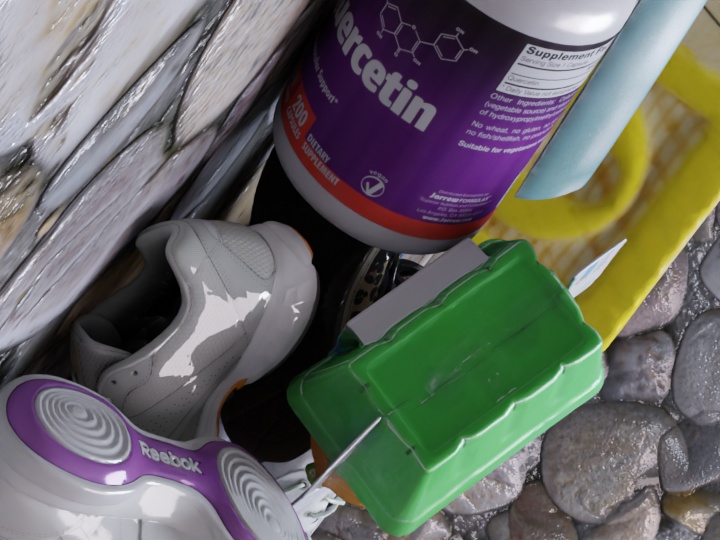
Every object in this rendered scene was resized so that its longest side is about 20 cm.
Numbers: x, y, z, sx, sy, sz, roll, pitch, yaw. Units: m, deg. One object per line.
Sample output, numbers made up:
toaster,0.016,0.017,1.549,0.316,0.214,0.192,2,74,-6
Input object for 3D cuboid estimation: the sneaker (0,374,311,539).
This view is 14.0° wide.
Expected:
sneaker,-0.100,0.112,1.266,0.100,0.200,0.075,-41,-142,26

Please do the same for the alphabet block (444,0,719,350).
alphabet block,0.142,-0.099,1.776,0.197,0.195,0.200,-57,175,26

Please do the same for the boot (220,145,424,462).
boot,0.000,0.000,1.486,0.151,0.073,0.200,11,93,-70

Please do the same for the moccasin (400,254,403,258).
moccasin,-0.010,-0.027,1.597,0.200,0.080,0.068,-38,157,-15

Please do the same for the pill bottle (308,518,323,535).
pill bottle,-0.112,0.172,1.791,0.200,0.114,0.114,-48,174,-42

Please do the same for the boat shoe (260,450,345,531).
boat shoe,-0.034,0.115,1.678,0.200,0.067,0.074,-21,178,34

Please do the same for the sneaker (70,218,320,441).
sneaker,-0.103,0.058,1.305,0.092,0.076,0.200,14,108,-42

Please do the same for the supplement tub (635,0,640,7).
supplement tub,0.125,-0.178,1.546,0.107,0.107,0.200,-55,174,27

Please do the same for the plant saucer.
plant saucer,0.136,-0.112,1.377,0.200,0.027,0.200,-57,178,-3

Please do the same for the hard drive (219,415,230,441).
hard drive,-0.105,0.109,1.462,0.135,0.042,0.200,-49,150,-37

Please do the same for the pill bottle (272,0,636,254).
pill bottle,0.048,-0.108,1.297,0.200,0.112,0.112,-57,173,37

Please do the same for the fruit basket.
fruit basket,0.027,0.057,1.375,0.185,0.094,0.200,-35,180,-18
